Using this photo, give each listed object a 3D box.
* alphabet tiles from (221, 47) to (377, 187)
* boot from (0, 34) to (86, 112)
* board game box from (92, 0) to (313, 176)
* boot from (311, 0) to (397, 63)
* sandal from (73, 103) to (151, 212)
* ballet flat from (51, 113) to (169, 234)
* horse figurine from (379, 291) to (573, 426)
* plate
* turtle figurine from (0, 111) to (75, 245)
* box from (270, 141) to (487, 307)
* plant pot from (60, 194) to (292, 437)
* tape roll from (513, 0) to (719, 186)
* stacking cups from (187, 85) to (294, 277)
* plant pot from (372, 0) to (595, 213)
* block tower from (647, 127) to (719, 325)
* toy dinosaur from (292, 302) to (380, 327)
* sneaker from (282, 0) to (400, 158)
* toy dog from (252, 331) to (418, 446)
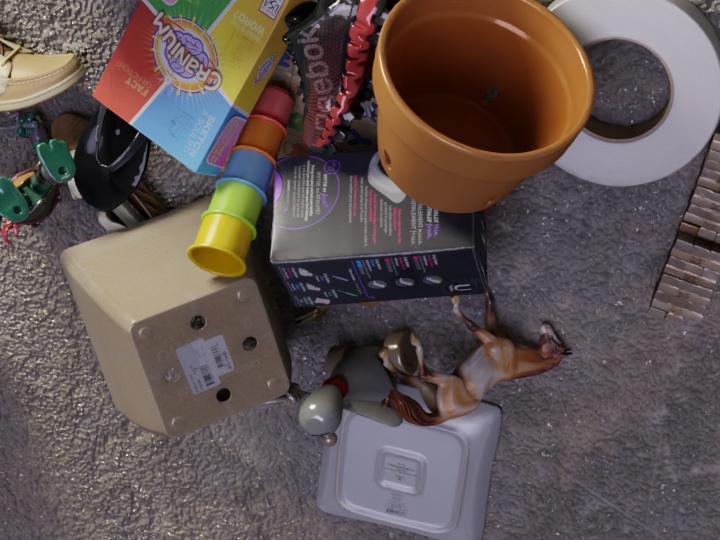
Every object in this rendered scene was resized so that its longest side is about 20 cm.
[{"bbox_3d":[-0.078,-0.159,1.645,0.200,0.006,0.166,17,122,8],"label":"alphabet tiles"},{"bbox_3d":[-0.394,-0.247,1.660,0.200,0.073,0.155,-2,120,25],"label":"boot"},{"bbox_3d":[-0.156,-0.216,1.555,0.153,0.040,0.200,36,105,23],"label":"board game box"},{"bbox_3d":[0.000,-0.279,1.515,0.096,0.074,0.200,17,121,4],"label":"boot"},{"bbox_3d":[-0.241,-0.155,1.638,0.076,0.043,0.200,28,101,4],"label":"sandal"},{"bbox_3d":[-0.268,-0.079,1.710,0.068,0.072,0.200,-31,105,34],"label":"ballet flat"},{"bbox_3d":[0.107,0.097,1.658,0.200,0.050,0.133,-40,104,-13],"label":"horse figurine"},{"bbox_3d":[0.048,0.220,1.796,0.200,0.032,0.200,12,120,11],"label":"plate"},{"bbox_3d":[-0.367,-0.094,1.706,0.101,0.200,0.150,33,80,-21],"label":"turtle figurine"},{"bbox_3d":[0.021,-0.044,1.574,0.200,0.122,0.106,-4,153,11],"label":"box"},{"bbox_3d":[-0.172,0.060,1.647,0.200,0.177,0.200,-22,114,-12],"label":"plant pot"},{"bbox_3d":[0.245,-0.177,1.515,0.203,0.037,0.203,7,119,13],"label":"tape roll"},{"bbox_3d":[-0.116,-0.095,1.576,0.060,0.200,0.061,12,155,6],"label":"stacking cups"},{"bbox_3d":[0.097,-0.146,1.464,0.200,0.200,0.140,28,147,2],"label":"plant pot"},{"bbox_3d":[0.337,-0.043,1.548,0.054,0.058,0.200,19,123,7],"label":"block tower"},{"bbox_3d":[0.000,0.000,1.689,0.200,0.058,0.101,-19,125,34],"label":"toy dinosaur"},{"bbox_3d":[-0.031,-0.200,1.503,0.098,0.071,0.200,23,128,6],"label":"sneaker"},{"bbox_3d":[-0.006,0.141,1.681,0.132,0.200,0.096,-6,108,46],"label":"toy dog"}]
